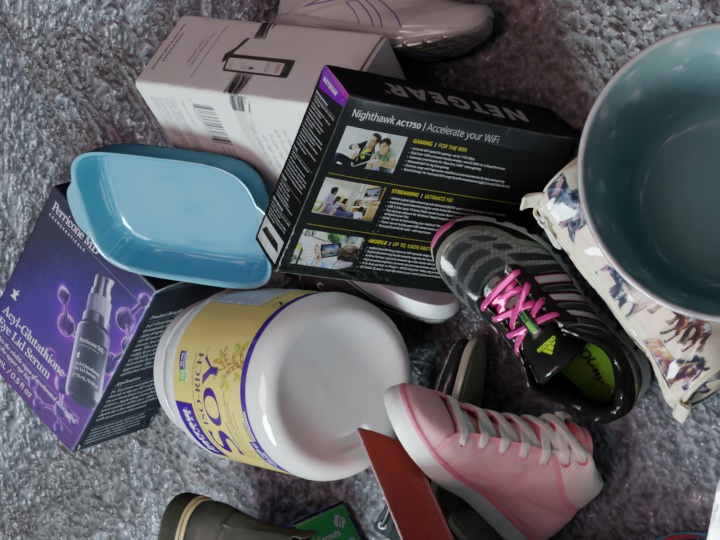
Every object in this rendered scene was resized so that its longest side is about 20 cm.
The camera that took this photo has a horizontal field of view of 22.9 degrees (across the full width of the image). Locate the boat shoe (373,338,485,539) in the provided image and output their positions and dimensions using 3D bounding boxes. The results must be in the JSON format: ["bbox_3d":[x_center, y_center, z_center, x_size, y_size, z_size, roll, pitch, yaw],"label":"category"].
[{"bbox_3d":[0.050,0.137,1.420,0.066,0.075,0.200,20,120,19],"label":"boat shoe"}]

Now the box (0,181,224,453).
[{"bbox_3d":[-0.230,0.036,1.584,0.148,0.104,0.200,42,121,23],"label":"box"}]

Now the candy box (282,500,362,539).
[{"bbox_3d":[-0.046,0.325,1.526,0.169,0.077,0.200,-34,80,37],"label":"candy box"}]

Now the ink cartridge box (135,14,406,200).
[{"bbox_3d":[-0.054,-0.116,1.397,0.200,0.084,0.146,11,146,33],"label":"ink cartridge box"}]

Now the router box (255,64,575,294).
[{"bbox_3d":[0.041,-0.060,1.309,0.149,0.200,0.051,-66,34,25],"label":"router box"}]

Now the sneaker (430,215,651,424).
[{"bbox_3d":[0.132,0.039,1.291,0.200,0.087,0.074,43,109,-8],"label":"sneaker"}]

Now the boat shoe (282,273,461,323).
[{"bbox_3d":[0.000,0.000,1.440,0.200,0.069,0.057,27,133,31],"label":"boat shoe"}]

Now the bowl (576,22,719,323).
[{"bbox_3d":[0.247,-0.056,1.190,0.200,0.105,0.201,-1,80,8],"label":"bowl"}]

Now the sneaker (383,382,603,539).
[{"bbox_3d":[0.107,0.126,1.324,0.105,0.200,0.075,-36,35,15],"label":"sneaker"}]

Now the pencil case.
[{"bbox_3d":[0.202,0.007,1.274,0.089,0.078,0.200,-32,77,-8],"label":"pencil case"}]

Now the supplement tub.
[{"bbox_3d":[-0.067,0.086,1.425,0.200,0.145,0.146,2,102,57],"label":"supplement tub"}]

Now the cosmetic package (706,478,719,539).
[{"bbox_3d":[0.328,0.206,1.151,0.165,0.200,0.165,22,112,30],"label":"cosmetic package"}]

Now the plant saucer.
[{"bbox_3d":[0.065,0.235,1.298,0.200,0.037,0.200,-116,4,-53],"label":"plant saucer"}]

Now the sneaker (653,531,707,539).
[{"bbox_3d":[0.193,0.244,1.289,0.200,0.096,0.079,-15,85,6],"label":"sneaker"}]

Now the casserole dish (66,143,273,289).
[{"bbox_3d":[-0.145,-0.049,1.432,0.200,0.039,0.121,7,128,27],"label":"casserole dish"}]

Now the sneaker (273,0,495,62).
[{"bbox_3d":[0.014,-0.207,1.380,0.200,0.074,0.087,8,90,30],"label":"sneaker"}]

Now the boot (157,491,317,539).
[{"bbox_3d":[-0.104,0.295,1.471,0.138,0.077,0.200,8,102,33],"label":"boot"}]

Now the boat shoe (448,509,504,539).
[{"bbox_3d":[0.136,0.268,1.386,0.200,0.073,0.062,40,116,17],"label":"boat shoe"}]
